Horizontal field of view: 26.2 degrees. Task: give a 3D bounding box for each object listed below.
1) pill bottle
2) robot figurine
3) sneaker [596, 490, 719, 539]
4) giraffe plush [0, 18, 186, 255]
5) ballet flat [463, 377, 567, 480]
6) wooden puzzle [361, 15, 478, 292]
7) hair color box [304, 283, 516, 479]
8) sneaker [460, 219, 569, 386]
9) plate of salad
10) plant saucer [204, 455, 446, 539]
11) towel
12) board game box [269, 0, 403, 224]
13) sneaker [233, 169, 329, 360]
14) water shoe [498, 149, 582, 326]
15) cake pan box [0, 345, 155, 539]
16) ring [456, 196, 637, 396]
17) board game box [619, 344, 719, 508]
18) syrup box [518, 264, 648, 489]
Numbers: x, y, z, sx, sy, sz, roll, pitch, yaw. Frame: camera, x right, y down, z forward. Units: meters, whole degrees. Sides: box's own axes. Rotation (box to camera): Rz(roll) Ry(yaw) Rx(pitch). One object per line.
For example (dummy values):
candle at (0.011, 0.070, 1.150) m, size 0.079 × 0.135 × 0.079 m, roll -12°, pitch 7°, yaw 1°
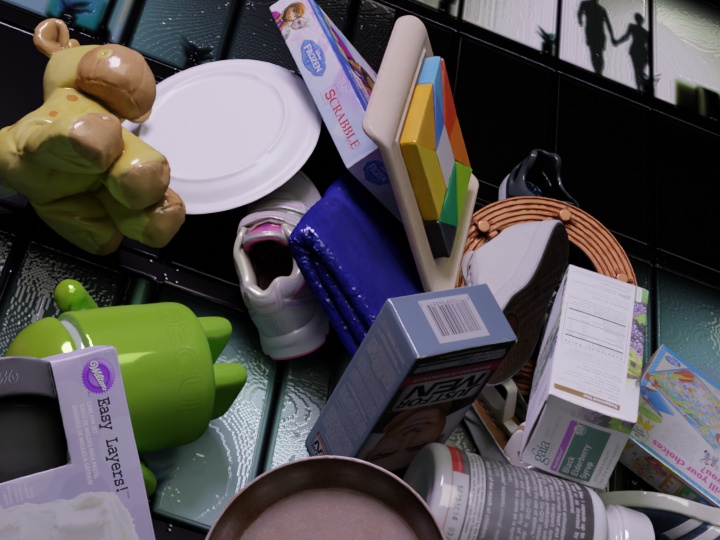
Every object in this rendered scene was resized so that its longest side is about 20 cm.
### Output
pill bottle at (0.132, 0.221, 1.267) m, size 0.198 × 0.114 × 0.115 m, roll 17°, pitch 47°, yaw -12°
robot figurine at (-0.193, 0.088, 1.214) m, size 0.198 × 0.116 × 0.177 m, roll -7°, pitch 64°, yaw -31°
sneaker at (0.293, 0.248, 1.362) m, size 0.197 × 0.075 × 0.086 m, roll 13°, pitch 81°, yaw 2°
giraffe plush at (-0.233, -0.126, 1.336) m, size 0.198 × 0.173 × 0.163 m, roll 7°, pitch 56°, yaw 20°
ballet flat at (0.131, 0.137, 1.373) m, size 0.067 × 0.064 × 0.201 m, roll -18°, pitch 63°, yaw -32°
wooden puzzle at (0.065, -0.104, 1.406) m, size 0.037 × 0.201 × 0.186 m, roll -8°, pitch 39°, yaw 22°
hair color box at (0.037, 0.100, 1.260) m, size 0.098 × 0.201 × 0.061 m, roll -8°, pitch 56°, yaw -31°
sneaker at (0.120, 0.030, 1.396) m, size 0.084 × 0.073 × 0.201 m, roll 2°, pitch 38°, yaw 30°
plate of salad at (-0.131, -0.120, 1.427) m, size 0.197 × 0.048 × 0.202 m, roll -6°, pitch 49°, yaw 7°
plant saucer at (-0.027, 0.242, 1.175) m, size 0.197 × 0.035 × 0.203 m, roll -2°, pitch 66°, yaw 4°
towel at (0.000, 0.000, 1.367) m, size 0.148 × 0.049 × 0.200 m, roll 54°, pitch 20°, yaw -7°
board game box at (0.005, -0.144, 1.479) m, size 0.199 × 0.041 × 0.201 m, roll 41°, pitch 21°, yaw -60°
sneaker at (-0.070, -0.025, 1.373) m, size 0.080 × 0.089 × 0.202 m, roll -15°, pitch 51°, yaw 9°
water shoe at (0.184, -0.033, 1.533) m, size 0.071 × 0.079 × 0.202 m, roll 3°, pitch 51°, yaw -24°
cake pan box at (-0.244, 0.161, 1.092) m, size 0.182 × 0.052 × 0.203 m, roll -12°, pitch 93°, yaw -29°
ring at (0.169, 0.021, 1.467) m, size 0.198 × 0.019 × 0.203 m, roll 2°, pitch 70°, yaw -6°
board game box at (0.336, 0.176, 1.464) m, size 0.199 × 0.034 × 0.135 m, roll 37°, pitch 46°, yaw 6°
syrup box at (0.196, 0.089, 1.341) m, size 0.081 × 0.079 × 0.201 m, roll 18°, pitch 35°, yaw 1°
